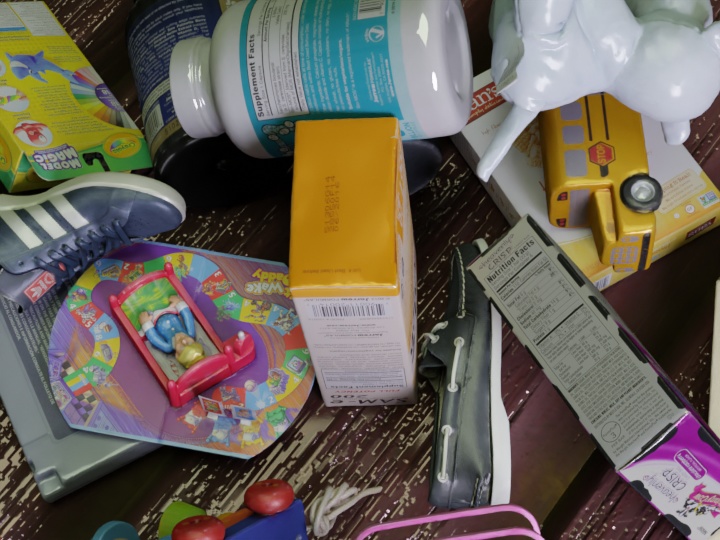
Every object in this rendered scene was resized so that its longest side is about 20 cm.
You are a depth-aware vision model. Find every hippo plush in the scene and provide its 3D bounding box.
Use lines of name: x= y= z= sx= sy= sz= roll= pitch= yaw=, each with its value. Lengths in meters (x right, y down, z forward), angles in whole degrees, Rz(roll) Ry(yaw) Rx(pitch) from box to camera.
hippo plush: x=0.174 y=-0.171 z=0.990 sx=0.159 sy=0.160 sz=0.201 roll=10 pitch=44 yaw=-1

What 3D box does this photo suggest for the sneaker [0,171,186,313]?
sneaker: x=-0.224 y=-0.014 z=1.071 sx=0.198 sy=0.075 sz=0.085 roll=-9 pitch=59 yaw=11

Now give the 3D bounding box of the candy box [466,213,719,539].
candy box: x=0.164 y=0.070 z=0.961 sx=0.061 sy=0.136 sz=0.201 roll=-40 pitch=46 yaw=8

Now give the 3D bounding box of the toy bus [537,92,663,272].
toy bus: x=0.173 y=-0.099 z=1.078 sx=0.077 sy=0.065 sz=0.202 roll=-4 pitch=62 yaw=3

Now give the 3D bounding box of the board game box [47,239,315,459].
board game box: x=-0.128 y=0.045 z=1.050 sx=0.198 sy=0.039 sz=0.159 roll=10 pitch=62 yaw=4

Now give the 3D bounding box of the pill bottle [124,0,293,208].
pill bottle: x=-0.125 y=-0.160 z=1.152 sx=0.111 sy=0.112 sz=0.202 roll=-14 pitch=63 yaw=-3

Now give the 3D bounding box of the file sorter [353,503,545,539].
file sorter: x=0.064 y=0.232 z=0.868 sx=0.137 sy=0.200 sz=0.127 roll=-10 pitch=99 yaw=-1

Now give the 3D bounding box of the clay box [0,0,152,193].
clay box: x=-0.257 y=-0.132 z=1.153 sx=0.114 sy=0.048 sz=0.201 roll=-12 pitch=55 yaw=-43

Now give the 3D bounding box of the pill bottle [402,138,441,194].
pill bottle: x=-0.002 y=-0.159 z=1.133 sx=0.111 sy=0.112 sz=0.202 roll=-13 pitch=62 yaw=-3

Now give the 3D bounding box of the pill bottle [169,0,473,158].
pill bottle: x=-0.028 y=-0.138 z=1.004 sx=0.198 sy=0.111 sz=0.112 roll=-5 pitch=61 yaw=18

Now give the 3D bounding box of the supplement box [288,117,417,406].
supplement box: x=0.000 y=0.000 z=1.010 sx=0.073 sy=0.200 sz=0.127 roll=-2 pitch=64 yaw=5

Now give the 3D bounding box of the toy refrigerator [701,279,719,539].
toy refrigerator: x=0.278 y=0.113 z=1.008 sx=0.075 sy=0.070 sz=0.202 roll=2 pitch=62 yaw=14

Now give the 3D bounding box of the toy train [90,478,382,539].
toy train: x=-0.087 y=0.181 z=0.997 sx=0.115 sy=0.199 sz=0.086 roll=1 pitch=103 yaw=37

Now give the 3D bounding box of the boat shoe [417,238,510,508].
boat shoe: x=0.071 y=0.070 z=1.040 sx=0.060 sy=0.076 sz=0.202 roll=-1 pitch=62 yaw=-3

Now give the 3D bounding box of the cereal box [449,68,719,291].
cereal box: x=0.168 y=-0.087 z=1.132 sx=0.143 sy=0.040 sz=0.201 roll=-28 pitch=64 yaw=-10

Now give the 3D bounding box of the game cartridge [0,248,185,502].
game cartridge: x=-0.211 y=0.059 z=1.090 sx=0.132 sy=0.041 sz=0.201 roll=-27 pitch=64 yaw=-5
